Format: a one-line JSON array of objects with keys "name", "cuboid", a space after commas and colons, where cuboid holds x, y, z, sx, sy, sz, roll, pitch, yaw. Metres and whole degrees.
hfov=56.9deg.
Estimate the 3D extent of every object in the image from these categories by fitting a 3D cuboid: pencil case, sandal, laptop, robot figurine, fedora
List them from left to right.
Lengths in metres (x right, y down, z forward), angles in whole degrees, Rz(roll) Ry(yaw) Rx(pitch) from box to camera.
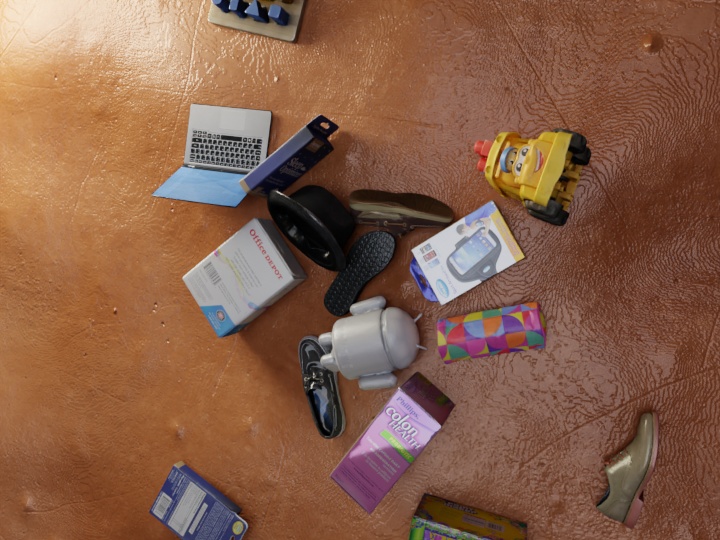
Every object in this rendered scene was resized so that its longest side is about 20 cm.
[{"name": "laptop", "cuboid": [-0.289, -0.230, 1.301, 0.184, 0.116, 0.204, 9, 93, 15]}, {"name": "fedora", "cuboid": [-0.080, -0.095, 1.240, 0.200, 0.201, 0.092, 40, 71, 12]}, {"name": "sandal", "cuboid": [-0.001, 0.000, 1.264, 0.075, 0.048, 0.201, 44, 114, 11]}, {"name": "robot figurine", "cuboid": [0.024, 0.134, 1.218, 0.197, 0.113, 0.172, -15, 71, 15]}, {"name": "pencil case", "cuboid": [0.229, 0.112, 1.179, 0.197, 0.088, 0.090, -11, 88, 18]}]

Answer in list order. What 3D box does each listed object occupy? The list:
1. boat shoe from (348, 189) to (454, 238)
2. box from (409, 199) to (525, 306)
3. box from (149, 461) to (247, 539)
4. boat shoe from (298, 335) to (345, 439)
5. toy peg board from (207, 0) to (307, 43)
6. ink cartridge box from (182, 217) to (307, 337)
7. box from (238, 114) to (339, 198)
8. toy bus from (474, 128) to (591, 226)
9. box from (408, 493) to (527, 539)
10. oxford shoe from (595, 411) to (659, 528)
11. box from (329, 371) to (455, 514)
[{"name": "boat shoe", "cuboid": [0.074, -0.099, 1.234, 0.196, 0.073, 0.073, 8, 123, 7]}, {"name": "box", "cuboid": [0.186, -0.025, 1.209, 0.198, 0.041, 0.120, -31, 83, 12]}, {"name": "box", "cuboid": [-0.326, 0.501, 1.357, 0.199, 0.032, 0.122, 33, 100, 14]}, {"name": "boat shoe", "cuboid": [-0.081, 0.226, 1.273, 0.069, 0.066, 0.204, -13, 87, 15]}, {"name": "toy peg board", "cuboid": [-0.203, -0.572, 1.281, 0.197, 0.098, 0.203, 17, 95, 15]}, {"name": "ink cartridge box", "cuboid": [-0.224, 0.013, 1.302, 0.199, 0.085, 0.146, -37, 82, 14]}, {"name": "box", "cuboid": [-0.125, -0.209, 1.251, 0.199, 0.121, 0.033, -38, 80, 13]}, {"name": "toy bus", "cuboid": [0.271, -0.174, 1.107, 0.190, 0.199, 0.138, 24, 96, 22]}, {"name": "box", "cuboid": [0.179, 0.534, 1.176, 0.197, 0.122, 0.196, 12, 94, 15]}, {"name": "oxford shoe", "cuboid": [0.454, 0.330, 1.123, 0.074, 0.070, 0.203, 16, 94, 20]}, {"name": "box", "cuboid": [0.062, 0.298, 1.178, 0.096, 0.176, 0.201, 39, 100, 12]}]
